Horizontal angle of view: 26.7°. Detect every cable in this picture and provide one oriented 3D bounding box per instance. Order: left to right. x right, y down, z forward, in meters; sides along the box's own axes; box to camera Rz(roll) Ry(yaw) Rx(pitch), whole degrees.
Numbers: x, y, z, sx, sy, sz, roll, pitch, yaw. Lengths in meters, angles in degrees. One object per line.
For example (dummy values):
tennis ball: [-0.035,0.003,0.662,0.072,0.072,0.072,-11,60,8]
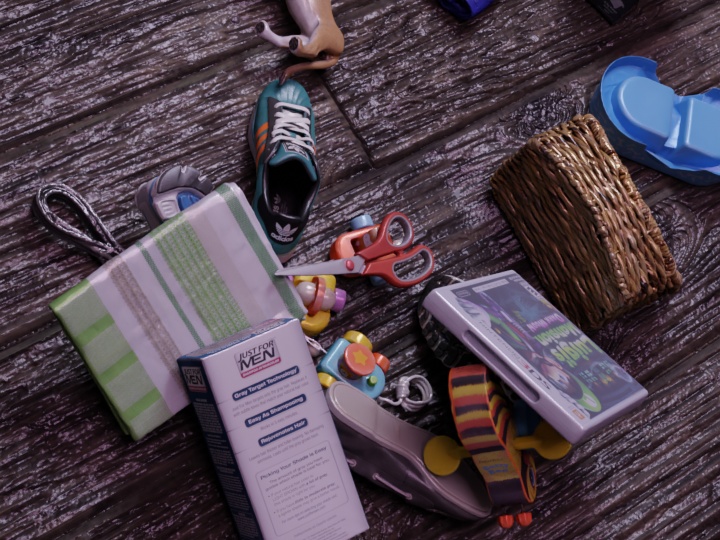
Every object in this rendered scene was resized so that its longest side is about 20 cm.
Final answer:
cable: [-0.214,-0.007,1.378,0.097,0.050,0.200,-28,83,-31]

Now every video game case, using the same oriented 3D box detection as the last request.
video game case: [0.164,0.073,1.387,0.182,0.023,0.200,43,21,16]

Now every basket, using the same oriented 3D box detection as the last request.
basket: [0.254,-0.060,1.546,0.149,0.143,0.200,-21,77,-28]

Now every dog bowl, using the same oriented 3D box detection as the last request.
dog bowl: [0.343,-0.160,1.682,0.199,0.050,0.112,20,62,-14]

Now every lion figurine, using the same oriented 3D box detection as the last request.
lion figurine: [-0.051,-0.272,1.555,0.122,0.072,0.201,12,70,-49]

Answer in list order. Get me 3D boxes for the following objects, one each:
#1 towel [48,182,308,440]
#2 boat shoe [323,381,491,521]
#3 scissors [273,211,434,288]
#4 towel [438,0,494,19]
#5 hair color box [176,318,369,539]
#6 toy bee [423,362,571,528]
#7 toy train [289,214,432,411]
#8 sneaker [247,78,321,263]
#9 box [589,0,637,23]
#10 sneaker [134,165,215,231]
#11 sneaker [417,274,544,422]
towel: [-0.157,0.034,1.333,0.200,0.031,0.149,-35,108,-22]
boat shoe: [0.032,0.175,1.404,0.200,0.057,0.067,37,33,-16]
scissors: [0.000,0.000,1.419,0.200,0.014,0.073,-27,93,-47]
towel: [0.128,-0.378,1.693,0.200,0.050,0.148,-42,95,-32]
hair color box: [-0.076,0.151,1.324,0.100,0.060,0.201,-22,99,-28]
toy bee: [0.137,0.170,1.366,0.200,0.131,0.109,29,48,-37]
toy train: [0.003,0.039,1.448,0.150,0.056,0.201,-10,72,-26]
sneaker: [-0.068,-0.109,1.467,0.071,0.080,0.201,11,61,-19]
box: [0.323,-0.388,1.686,0.106,0.200,0.122,45,59,1]
sneaker: [-0.138,-0.011,1.404,0.075,0.087,0.200,-43,111,-29]
sneaker: [0.140,0.079,1.483,0.200,0.079,0.089,41,16,12]
